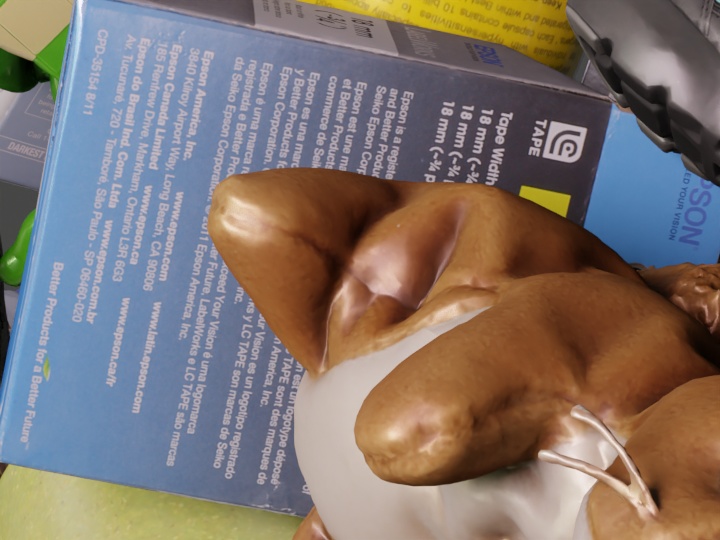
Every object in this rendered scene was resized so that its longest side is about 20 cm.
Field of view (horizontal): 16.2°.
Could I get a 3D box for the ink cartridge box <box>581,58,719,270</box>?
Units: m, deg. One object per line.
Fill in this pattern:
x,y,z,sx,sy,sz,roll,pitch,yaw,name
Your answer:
0.148,-0.041,0.745,0.197,0.047,0.201,28,102,43,ink cartridge box

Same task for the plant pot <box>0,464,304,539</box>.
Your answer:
-0.039,0.135,0.828,0.201,0.200,0.184,-55,39,26,plant pot

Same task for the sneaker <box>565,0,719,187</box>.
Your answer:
0.142,-0.030,0.667,0.079,0.075,0.200,-41,69,-3,sneaker

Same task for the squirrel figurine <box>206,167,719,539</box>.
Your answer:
0.084,0.049,0.634,0.186,0.199,0.142,8,98,52,squirrel figurine

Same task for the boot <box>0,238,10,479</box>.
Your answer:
-0.166,0.025,0.872,0.097,0.201,0.075,-13,38,4,boot

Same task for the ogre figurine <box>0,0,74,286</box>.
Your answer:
-0.090,-0.066,0.875,0.098,0.120,0.201,-18,107,12,ogre figurine

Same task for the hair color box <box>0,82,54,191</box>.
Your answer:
-0.092,-0.135,0.980,0.200,0.060,0.099,-54,40,27,hair color box

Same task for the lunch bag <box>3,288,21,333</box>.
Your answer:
-0.157,0.110,1.019,0.160,0.075,0.200,-47,55,34,lunch bag

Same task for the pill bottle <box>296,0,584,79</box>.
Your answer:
0.012,-0.067,0.837,0.113,0.112,0.201,36,111,42,pill bottle

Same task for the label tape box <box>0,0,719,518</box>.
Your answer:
0.000,0.000,0.763,0.063,0.199,0.145,-103,26,-74,label tape box
